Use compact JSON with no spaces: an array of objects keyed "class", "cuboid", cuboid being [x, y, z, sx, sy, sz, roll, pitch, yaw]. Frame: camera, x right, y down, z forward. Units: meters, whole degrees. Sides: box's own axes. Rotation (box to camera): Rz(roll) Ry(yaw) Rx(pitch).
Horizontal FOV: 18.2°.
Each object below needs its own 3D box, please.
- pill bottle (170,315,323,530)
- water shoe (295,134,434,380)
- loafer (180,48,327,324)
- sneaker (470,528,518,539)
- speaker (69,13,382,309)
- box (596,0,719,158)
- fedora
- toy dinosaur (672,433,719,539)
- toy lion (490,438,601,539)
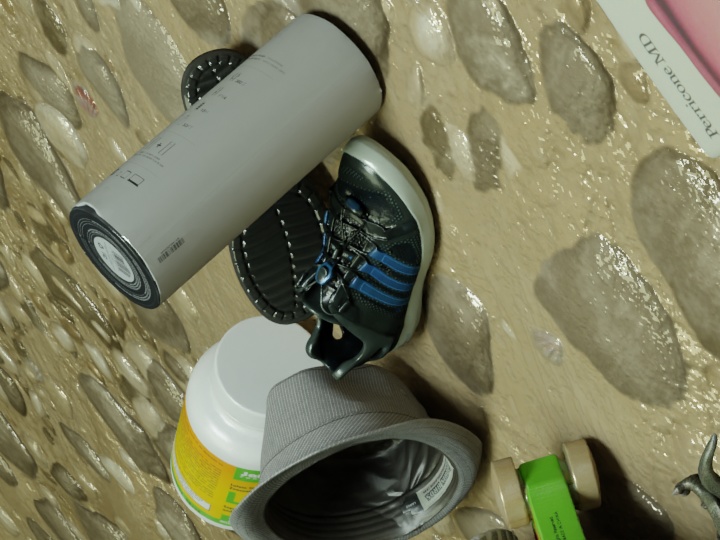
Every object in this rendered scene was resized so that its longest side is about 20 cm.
[{"class":"pill bottle","cuboid":[-0.082,0.114,1.719,0.111,0.111,0.200,46,154,13]},{"class":"water shoe","cuboid":[0.000,0.000,1.469,0.071,0.079,0.200,37,151,29]},{"class":"loafer","cuboid":[-0.068,-0.061,1.529,0.071,0.073,0.201,-122,15,-72]},{"class":"sneaker","cuboid":[0.081,0.227,1.525,0.200,0.082,0.075,44,-151,-70]},{"class":"speaker","cuboid":[-0.080,-0.070,1.374,0.081,0.200,0.081,38,156,20]},{"class":"box","cuboid":[0.194,-0.145,0.920,0.128,0.109,0.200,54,154,-4]},{"class":"fedora","cuboid":[-0.011,0.124,1.574,0.200,0.177,0.091,26,-143,-51]},{"class":"toy dinosaur","cuboid":[0.239,0.158,1.302,0.102,0.077,0.200,16,133,32]},{"class":"toy lion","cuboid":[0.143,0.222,1.445,0.200,0.068,0.192,-105,-1,-60]}]
